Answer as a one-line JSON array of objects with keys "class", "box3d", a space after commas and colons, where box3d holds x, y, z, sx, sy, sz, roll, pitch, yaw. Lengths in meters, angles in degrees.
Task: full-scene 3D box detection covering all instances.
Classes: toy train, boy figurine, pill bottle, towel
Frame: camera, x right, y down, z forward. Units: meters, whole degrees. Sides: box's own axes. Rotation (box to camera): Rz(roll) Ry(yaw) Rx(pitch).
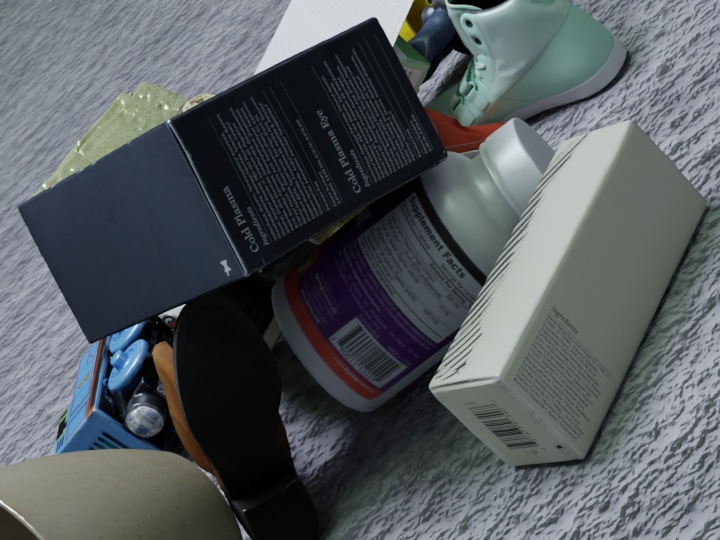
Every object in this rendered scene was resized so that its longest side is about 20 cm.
[{"class": "toy train", "box3d": [-0.178, 0.086, 1.560, 0.114, 0.087, 0.200, -47, 20, 19]}, {"class": "boy figurine", "box3d": [0.024, -0.129, 1.577, 0.200, 0.064, 0.124, -56, 4, -17]}, {"class": "pill bottle", "box3d": [0.049, -0.007, 1.297, 0.200, 0.111, 0.112, -38, 25, 17]}, {"class": "towel", "box3d": [-0.138, -0.066, 1.536, 0.199, 0.037, 0.149, 22, 55, 21]}]

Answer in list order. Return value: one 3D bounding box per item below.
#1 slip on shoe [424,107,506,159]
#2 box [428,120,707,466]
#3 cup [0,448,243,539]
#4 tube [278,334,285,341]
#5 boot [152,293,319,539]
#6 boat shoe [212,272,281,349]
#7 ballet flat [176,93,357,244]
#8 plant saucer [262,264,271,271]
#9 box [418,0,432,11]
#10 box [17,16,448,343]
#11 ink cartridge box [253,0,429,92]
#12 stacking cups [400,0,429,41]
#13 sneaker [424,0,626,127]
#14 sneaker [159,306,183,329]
[{"class": "slip on shoe", "box3d": [0.030, -0.099, 1.410, 0.074, 0.199, 0.062, 6, 97, 62]}, {"class": "box", "box3d": [0.126, 0.013, 1.179, 0.068, 0.082, 0.200, -14, 37, 52]}, {"class": "cup", "box3d": [-0.158, 0.193, 1.262, 0.143, 0.201, 0.200, -31, 11, -37]}, {"class": "tube", "box3d": [0.000, 0.000, 1.448, 0.058, 0.052, 0.200, -21, -1, -36]}, {"class": "boot", "box3d": [-0.097, 0.079, 1.326, 0.068, 0.189, 0.200, -31, 23, -10]}, {"class": "boat shoe", "box3d": [-0.082, 0.031, 1.427, 0.074, 0.063, 0.201, -63, -1, -3]}, {"class": "ballet flat", "box3d": [-0.072, -0.087, 1.490, 0.067, 0.046, 0.200, -33, 50, -20]}, {"class": "plant saucer", "box3d": [-0.091, -0.018, 1.662, 0.200, 0.019, 0.070, -36, 26, 19]}, {"class": "box", "box3d": [0.053, -0.313, 1.665, 0.160, 0.200, 0.044, -31, 27, 32]}, {"class": "box", "box3d": [-0.083, -0.055, 1.254, 0.182, 0.104, 0.200, -33, 7, -39]}, {"class": "ink cartridge box", "box3d": [0.002, -0.191, 1.501, 0.146, 0.048, 0.201, 48, 117, 46]}, {"class": "stacking cups", "box3d": [-0.014, -0.161, 1.727, 0.200, 0.060, 0.061, -37, 25, 32]}, {"class": "sneaker", "box3d": [0.087, -0.162, 1.470, 0.200, 0.118, 0.074, -24, 33, 43]}, {"class": "sneaker", "box3d": [-0.110, -0.035, 1.570, 0.074, 0.088, 0.200, 110, -175, -51]}]
